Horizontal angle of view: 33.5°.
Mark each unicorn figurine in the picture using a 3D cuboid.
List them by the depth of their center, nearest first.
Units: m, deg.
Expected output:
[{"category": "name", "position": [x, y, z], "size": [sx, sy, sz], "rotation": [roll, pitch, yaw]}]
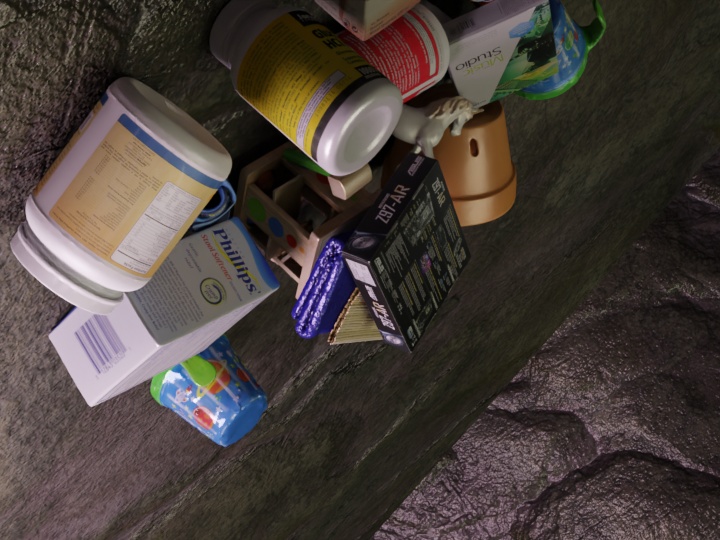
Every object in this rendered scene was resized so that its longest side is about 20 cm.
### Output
[{"category": "unicorn figurine", "position": [0.065, -0.183, 1.568], "size": [0.138, 0.199, 0.074], "rotation": [-67, -161, 5]}]

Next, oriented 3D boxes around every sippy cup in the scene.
[{"category": "sippy cup", "position": [-0.205, 0.172, 1.696], "size": [0.140, 0.130, 0.177], "rotation": [-56, 159, 21]}, {"category": "sippy cup", "position": [0.250, -0.333, 1.709], "size": [0.178, 0.139, 0.130], "rotation": [-51, 157, -2]}]

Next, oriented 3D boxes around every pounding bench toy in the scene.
[{"category": "pounding bench toy", "position": [-0.065, -0.098, 1.469], "size": [0.124, 0.156, 0.201], "rotation": [-34, 156, -34]}]

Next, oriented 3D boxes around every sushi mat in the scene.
[{"category": "sushi mat", "position": [0.028, 0.050, 1.536], "size": [0.096, 0.012, 0.200], "rotation": [-60, 156, 14]}]

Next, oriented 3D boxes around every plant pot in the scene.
[{"category": "plant pot", "position": [0.131, -0.175, 1.714], "size": [0.199, 0.199, 0.141], "rotation": [-31, 137, -39]}]

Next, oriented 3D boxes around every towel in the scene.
[{"category": "towel", "position": [0.000, 0.000, 1.493], "size": [0.199, 0.049, 0.149], "rotation": [-18, 137, -54]}]

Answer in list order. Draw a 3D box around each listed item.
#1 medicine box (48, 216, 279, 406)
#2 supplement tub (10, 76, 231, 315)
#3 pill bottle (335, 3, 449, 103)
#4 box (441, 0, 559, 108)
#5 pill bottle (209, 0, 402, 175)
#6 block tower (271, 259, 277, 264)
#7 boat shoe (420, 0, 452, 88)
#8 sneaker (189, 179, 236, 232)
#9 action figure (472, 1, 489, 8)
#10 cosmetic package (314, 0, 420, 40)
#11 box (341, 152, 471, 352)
[{"category": "medicine box", "position": [-0.227, 0.047, 1.392], "size": [0.199, 0.103, 0.182], "rotation": [-28, 173, -46]}, {"category": "supplement tub", "position": [-0.237, -0.072, 1.182], "size": [0.200, 0.145, 0.144], "rotation": [-51, 159, 7]}, {"category": "pill bottle", "position": [0.005, -0.238, 1.432], "size": [0.199, 0.112, 0.113], "rotation": [-35, 155, -34]}, {"category": "box", "position": [0.181, -0.285, 1.554], "size": [0.143, 0.037, 0.200], "rotation": [-23, 161, 6]}, {"category": "pill bottle", "position": [-0.061, -0.199, 1.238], "size": [0.112, 0.200, 0.113], "rotation": [-41, 159, -20]}, {"category": "block tower", "position": [-0.033, -0.003, 1.655], "size": [0.058, 0.199, 0.054], "rotation": [-59, 162, -17]}, {"category": "boat shoe", "position": [0.099, -0.290, 1.586], "size": [0.071, 0.072, 0.200], "rotation": [-49, 160, -1]}, {"category": "sneaker", "position": [-0.183, -0.080, 1.369], "size": [0.074, 0.082, 0.200], "rotation": [-47, 161, -8]}, {"category": "action figure", "position": [0.234, -0.435, 1.639], "size": [0.198, 0.100, 0.065], "rotation": [-20, 156, -11]}, {"category": "cosmetic package", "position": [0.014, -0.358, 1.273], "size": [0.103, 0.087, 0.201], "rotation": [-39, 157, -22]}, {"category": "box", "position": [0.061, -0.019, 1.459], "size": [0.161, 0.043, 0.201], "rotation": [-57, 147, -22]}]
